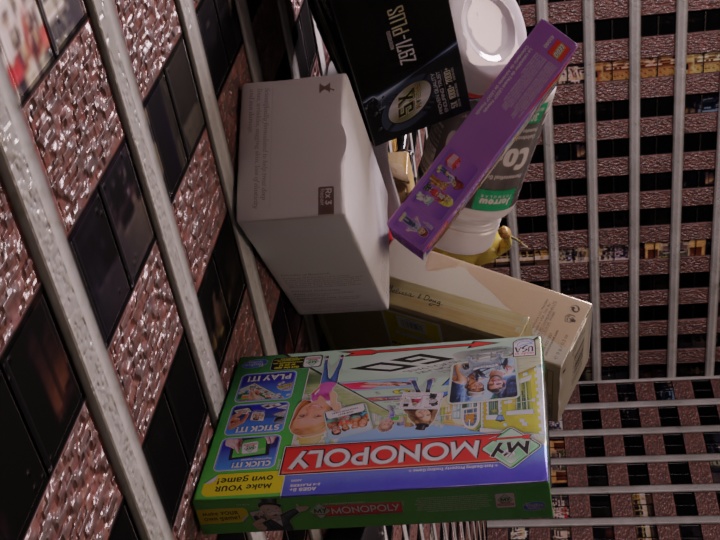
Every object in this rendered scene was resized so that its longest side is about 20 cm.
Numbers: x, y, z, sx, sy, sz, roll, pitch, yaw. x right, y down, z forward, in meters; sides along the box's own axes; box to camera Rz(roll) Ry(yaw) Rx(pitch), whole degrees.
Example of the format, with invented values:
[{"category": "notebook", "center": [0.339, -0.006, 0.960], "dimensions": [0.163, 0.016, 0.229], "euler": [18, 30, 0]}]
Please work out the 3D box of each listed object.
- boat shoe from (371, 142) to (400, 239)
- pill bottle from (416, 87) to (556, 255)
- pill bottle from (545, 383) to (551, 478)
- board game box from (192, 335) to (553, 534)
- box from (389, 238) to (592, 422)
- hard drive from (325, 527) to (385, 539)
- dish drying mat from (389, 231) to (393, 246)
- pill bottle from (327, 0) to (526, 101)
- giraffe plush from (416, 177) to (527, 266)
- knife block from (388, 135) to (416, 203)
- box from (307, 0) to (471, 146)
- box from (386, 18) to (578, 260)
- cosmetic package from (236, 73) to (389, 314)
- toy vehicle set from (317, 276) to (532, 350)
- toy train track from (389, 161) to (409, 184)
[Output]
[{"category": "boat shoe", "center": [0.001, -0.089, 1.034], "dimensions": [0.071, 0.072, 0.201], "euler": [-106, -168, -53]}, {"category": "pill bottle", "center": [0.124, -0.124, 1.142], "dimensions": [0.113, 0.113, 0.201], "euler": [-79, -177, -56]}, {"category": "pill bottle", "center": [0.051, 0.135, 0.871], "dimensions": [0.112, 0.199, 0.112], "euler": [-3, 90, -80]}, {"category": "board game box", "center": [0.012, 0.096, 0.648], "dimensions": [0.135, 0.199, 0.029], "euler": [-79, 161, -58]}, {"category": "box", "center": [0.103, 0.053, 0.988], "dimensions": [0.078, 0.199, 0.095], "euler": [-56, 155, -31]}, {"category": "hard drive", "center": [-0.006, 0.292, 0.950], "dimensions": [0.200, 0.042, 0.136], "euler": [-50, 135, -77]}, {"category": "dish drying mat", "center": [0.000, 0.000, 1.030], "dimensions": [0.018, 0.077, 0.200], "euler": [47, -16, 34]}, {"category": "pill bottle", "center": [0.055, -0.202, 1.027], "dimensions": [0.112, 0.200, 0.113], "euler": [6, 80, -36]}, {"category": "giraffe plush", "center": [0.089, -0.009, 1.373], "dimensions": [0.163, 0.199, 0.173], "euler": [-61, 180, -1]}, {"category": "knife block", "center": [0.024, -0.096, 1.212], "dimensions": [0.200, 0.064, 0.176], "euler": [-28, 114, -79]}, {"category": "box", "center": [0.003, -0.228, 0.852], "dimensions": [0.164, 0.086, 0.200], "euler": [70, -2, -46]}, {"category": "box", "center": [0.097, -0.101, 0.892], "dimensions": [0.200, 0.039, 0.137], "euler": [-53, 176, 0]}, {"category": "cosmetic package", "center": [-0.030, -0.049, 0.821], "dimensions": [0.200, 0.081, 0.113], "euler": [64, 25, -65]}, {"category": "toy vehicle set", "center": [0.054, 0.060, 0.935], "dimensions": [0.027, 0.199, 0.125], "euler": [-58, 151, -30]}, {"category": "toy train track", "center": [0.017, -0.070, 1.125], "dimensions": [0.114, 0.032, 0.201], "euler": [14, 46, -49]}]
